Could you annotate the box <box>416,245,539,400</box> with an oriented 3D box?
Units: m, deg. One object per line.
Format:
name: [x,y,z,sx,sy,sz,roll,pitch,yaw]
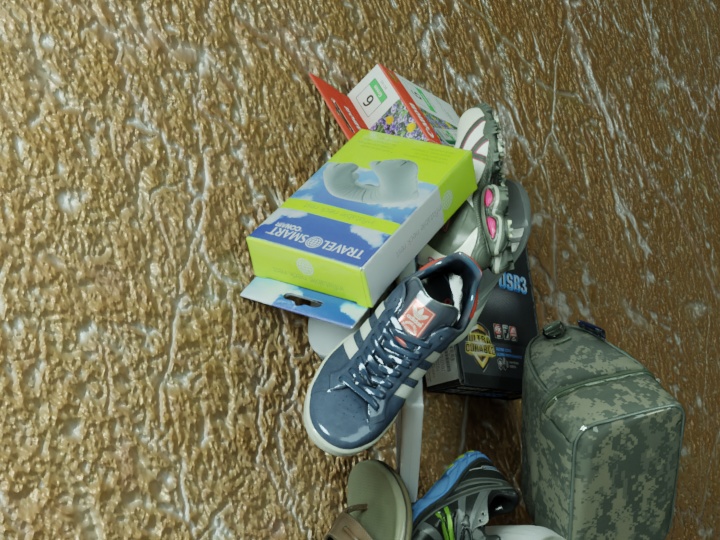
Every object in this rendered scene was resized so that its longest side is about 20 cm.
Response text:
box: [0.119,0.028,1.492,0.199,0.049,0.201,13,68,-56]

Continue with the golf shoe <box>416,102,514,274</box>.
golf shoe: [0.091,-0.080,1.308,0.201,0.087,0.078,-88,170,-47]

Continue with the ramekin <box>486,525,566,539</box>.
ramekin: [0.145,0.333,1.351,0.199,0.104,0.203,29,54,-50]

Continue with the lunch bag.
lunch bag: [0.226,0.172,1.458,0.138,0.168,0.202,-15,123,-20]

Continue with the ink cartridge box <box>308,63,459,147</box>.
ink cartridge box: [0.044,-0.138,1.395,0.199,0.050,0.110,22,32,-52]

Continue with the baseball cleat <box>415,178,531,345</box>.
baseball cleat: [0.109,-0.025,1.367,0.107,0.069,0.201,70,38,-52]

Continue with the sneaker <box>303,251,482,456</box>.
sneaker: [0.028,0.056,1.120,0.075,0.085,0.200,38,55,1]

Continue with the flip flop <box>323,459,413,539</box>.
flip flop: [-0.006,0.244,1.186,0.057,0.081,0.202,27,54,-24]

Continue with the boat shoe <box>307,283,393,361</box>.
boat shoe: [0.000,0.000,1.292,0.066,0.071,0.202,50,36,-50]

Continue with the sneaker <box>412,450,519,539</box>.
sneaker: [0.076,0.239,1.267,0.082,0.071,0.199,34,48,15]

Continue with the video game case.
video game case: [0.040,0.079,1.264,0.144,0.018,0.202,91,-2,-49]

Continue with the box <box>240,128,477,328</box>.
box: [-0.003,-0.041,1.209,0.200,0.121,0.048,-47,138,-38]
